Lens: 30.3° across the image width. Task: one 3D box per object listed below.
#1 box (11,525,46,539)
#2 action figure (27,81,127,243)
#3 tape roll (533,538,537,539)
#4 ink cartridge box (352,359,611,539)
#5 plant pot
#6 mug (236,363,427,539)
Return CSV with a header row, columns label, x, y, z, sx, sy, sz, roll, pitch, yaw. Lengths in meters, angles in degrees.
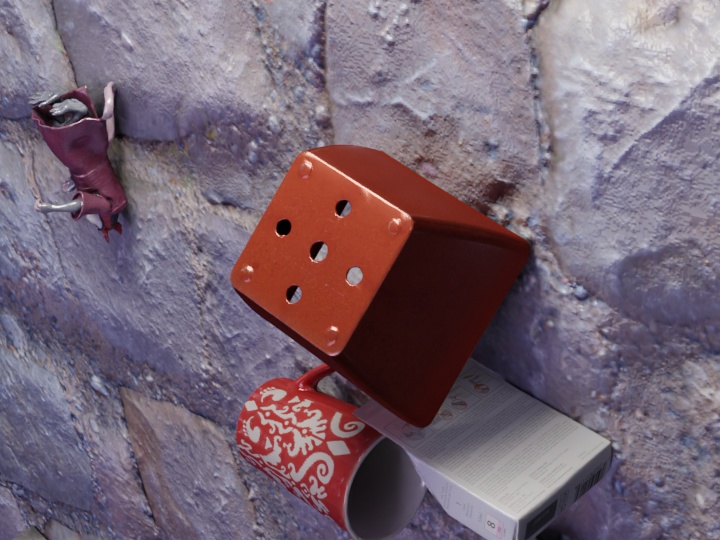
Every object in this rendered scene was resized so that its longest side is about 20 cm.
label,x,y,z,sx,sy,sz,roll,pitch,yaw
box,-0.535,0.562,2.295,0.158,0.048,0.202,35,135,27
action figure,-0.324,-0.129,1.614,0.147,0.135,0.202,-18,120,8
tape roll,0.139,0.384,1.344,0.140,0.202,0.203,51,140,8
ink cartridge box,0.114,0.166,1.260,0.199,0.162,0.058,25,126,34
plant pot,0.000,0.000,1.194,0.199,0.176,0.202,33,96,28
mug,-0.025,0.184,1.479,0.199,0.179,0.133,20,165,42
